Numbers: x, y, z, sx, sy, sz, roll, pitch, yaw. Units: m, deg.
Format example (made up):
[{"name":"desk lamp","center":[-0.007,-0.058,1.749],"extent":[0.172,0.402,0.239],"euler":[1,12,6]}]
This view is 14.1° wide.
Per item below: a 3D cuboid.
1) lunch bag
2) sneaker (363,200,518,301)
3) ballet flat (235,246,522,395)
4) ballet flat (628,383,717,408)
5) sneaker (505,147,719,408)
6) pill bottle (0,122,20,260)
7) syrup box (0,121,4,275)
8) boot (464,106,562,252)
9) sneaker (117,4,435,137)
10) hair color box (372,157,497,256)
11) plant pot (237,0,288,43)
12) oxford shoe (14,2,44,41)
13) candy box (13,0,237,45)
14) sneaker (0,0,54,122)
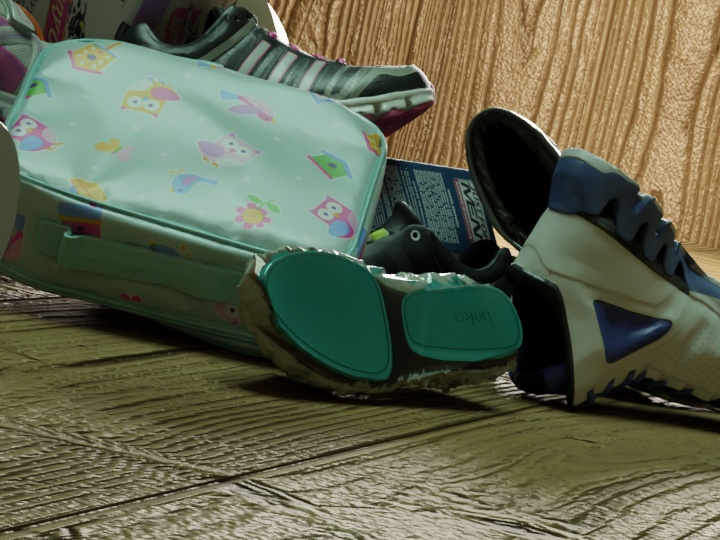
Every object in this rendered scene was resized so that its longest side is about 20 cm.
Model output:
[{"name":"lunch bag","center":[-0.093,-0.036,1.479],"extent":[0.199,0.077,0.161],"euler":[15,38,-1]},{"name":"sneaker","center":[0.000,0.000,1.578],"extent":[0.199,0.083,0.072],"euler":[10,5,-30]},{"name":"ballet flat","center":[-0.001,0.033,1.398],"extent":[0.072,0.072,0.200],"euler":[16,4,41]},{"name":"ballet flat","center":[0.197,0.050,1.686],"extent":[0.199,0.069,0.071],"euler":[14,-15,-30]},{"name":"sneaker","center":[0.140,0.037,1.564],"extent":[0.199,0.115,0.080],"euler":[44,-10,-29]},{"name":"pill bottle","center":[-0.259,-0.049,1.302],"extent":[0.199,0.113,0.112],"euler":[15,5,20]},{"name":"syrup box","center":[-0.268,-0.059,1.590],"extent":[0.200,0.082,0.079],"euler":[18,6,40]},{"name":"boot","center":[0.123,-0.016,1.693],"extent":[0.182,0.072,0.200],"euler":[52,-1,0]},{"name":"sneaker","center":[-0.053,-0.108,1.621],"extent":[0.199,0.088,0.074],"euler":[-7,-16,-22]},{"name":"hair color box","center":[-0.020,-0.022,1.674],"extent":[0.100,0.061,0.200],"euler":[-25,-19,34]},{"name":"plant pot","center":[-0.155,-0.116,2.122],"extent":[0.199,0.201,0.135],"euler":[12,40,-4]},{"name":"oxford shoe","center":[-0.279,-0.131,1.619],"extent":[0.199,0.072,0.073],"euler":[16,-19,-30]},{"name":"candy box","center":[-0.166,-0.173,1.711],"extent":[0.071,0.168,0.200],"euler":[0,44,-39]},{"name":"sneaker","center":[-0.214,-0.130,1.548],"extent":[0.199,0.089,0.081],"euler":[8,8,-43]}]
